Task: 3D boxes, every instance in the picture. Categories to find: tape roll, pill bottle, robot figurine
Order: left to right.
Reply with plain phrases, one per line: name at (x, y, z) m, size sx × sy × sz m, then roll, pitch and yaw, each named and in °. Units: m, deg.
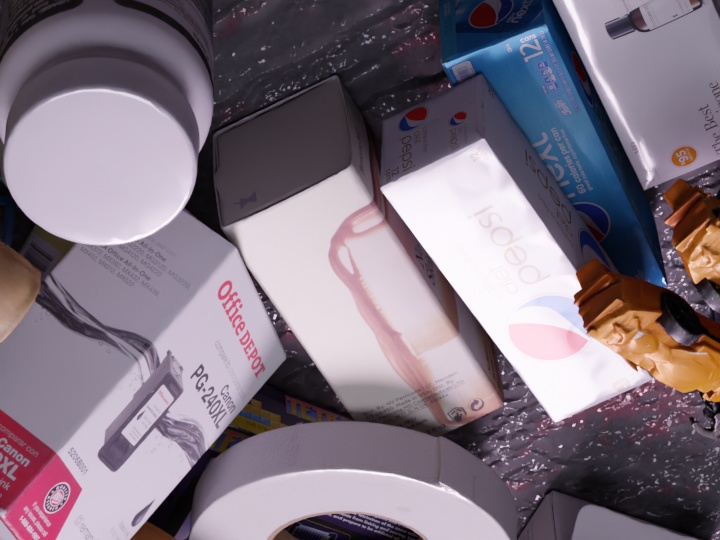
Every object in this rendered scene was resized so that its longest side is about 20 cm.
pill bottle at (-0.133, -0.109, 1.275) m, size 0.113 × 0.200 × 0.114 m, roll -2°, pitch 127°, yaw -2°
tape roll at (-0.004, 0.160, 1.486) m, size 0.202 × 0.037 × 0.203 m, roll 2°, pitch 142°, yaw 2°
robot figurine at (0.220, 0.028, 1.354) m, size 0.200 × 0.058 × 0.145 m, roll 26°, pitch 122°, yaw -37°

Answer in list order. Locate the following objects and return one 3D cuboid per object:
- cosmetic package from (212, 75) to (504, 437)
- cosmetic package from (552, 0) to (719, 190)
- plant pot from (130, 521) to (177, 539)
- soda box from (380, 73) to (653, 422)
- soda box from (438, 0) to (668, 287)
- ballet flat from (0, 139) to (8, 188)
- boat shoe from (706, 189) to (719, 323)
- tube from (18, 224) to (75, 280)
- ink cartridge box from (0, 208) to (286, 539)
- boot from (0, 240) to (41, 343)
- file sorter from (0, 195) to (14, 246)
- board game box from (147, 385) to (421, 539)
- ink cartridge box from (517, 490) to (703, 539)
cosmetic package at (0.000, 0.000, 1.428) m, size 0.087 × 0.104 × 0.200 m, roll -25°, pitch 126°, yaw 13°
cosmetic package at (0.156, -0.143, 1.362) m, size 0.082 × 0.051 × 0.200 m, roll -22°, pitch 125°, yaw 14°
plant pot at (-0.178, 0.260, 1.460) m, size 0.199 × 0.140 × 0.201 m, roll 9°, pitch 118°, yaw 16°
soda box at (0.089, -0.010, 1.367) m, size 0.068 × 0.064 × 0.200 m, roll -25°, pitch 125°, yaw 20°
soda box at (0.111, -0.071, 1.402) m, size 0.064 × 0.068 × 0.200 m, roll -19°, pitch 126°, yaw 13°
ballet flat at (-0.201, -0.083, 1.372) m, size 0.200 × 0.071 × 0.067 m, roll 36°, pitch 117°, yaw -26°
boat shoe at (0.224, -0.016, 1.425) m, size 0.068 × 0.072 × 0.200 m, roll -10°, pitch 153°, yaw 3°
tube at (-0.216, 0.060, 1.445) m, size 0.052 × 0.058 × 0.200 m, roll 33°, pitch 94°, yaw 11°
ink cartridge box at (-0.144, 0.069, 1.387) m, size 0.200 × 0.083 × 0.145 m, roll -49°, pitch 154°, yaw -15°
boot at (-0.298, 0.006, 1.284) m, size 0.175 × 0.066 × 0.200 m, roll -38°, pitch 122°, yaw 23°
file sorter at (-0.309, -0.034, 1.369) m, size 0.139 × 0.123 × 0.200 m, roll -36°, pitch 122°, yaw 20°
board game box at (-0.044, 0.166, 1.579) m, size 0.200 × 0.057 × 0.166 m, roll 22°, pitch 121°, yaw -18°
ink cartridge box at (0.152, 0.254, 1.614) m, size 0.128 × 0.125 × 0.200 m, roll 18°, pitch 124°, yaw -16°
